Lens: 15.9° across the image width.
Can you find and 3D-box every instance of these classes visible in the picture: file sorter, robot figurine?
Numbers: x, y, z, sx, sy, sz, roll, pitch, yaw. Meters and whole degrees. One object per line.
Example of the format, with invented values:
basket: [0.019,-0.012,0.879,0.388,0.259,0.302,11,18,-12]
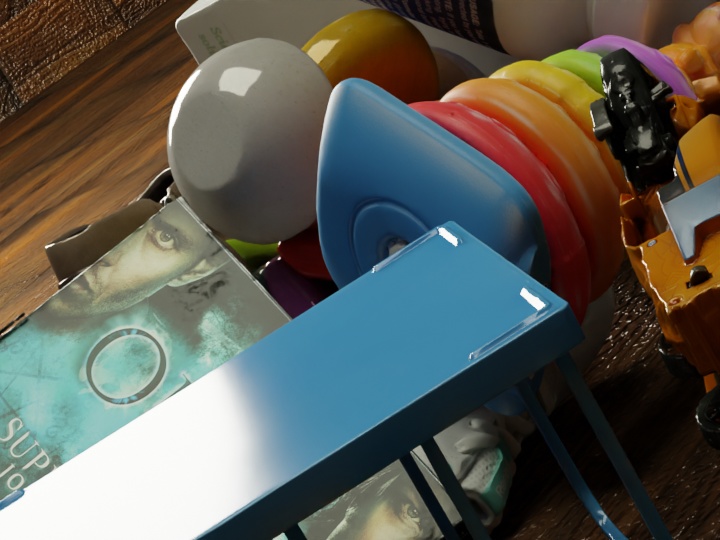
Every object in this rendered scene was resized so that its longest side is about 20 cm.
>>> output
file sorter: [-0.011,0.098,0.802,0.199,0.123,0.139,-31,15,-5]
robot figurine: [0.126,0.003,0.846,0.058,0.146,0.200,-24,23,12]

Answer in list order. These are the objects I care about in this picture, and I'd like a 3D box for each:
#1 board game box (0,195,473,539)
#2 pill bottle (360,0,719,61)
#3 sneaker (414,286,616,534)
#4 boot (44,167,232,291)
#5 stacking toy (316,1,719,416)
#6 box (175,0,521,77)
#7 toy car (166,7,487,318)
board game box: [-0.063,0.074,0.948,0.135,0.028,0.200,-39,53,-8]
pill bottle: [0.053,-0.155,1.082,0.199,0.116,0.116,23,42,24]
sneaker: [0.038,0.067,0.986,0.200,0.076,0.088,-38,30,-21]
boot: [-0.097,0.047,1.165,0.070,0.147,0.200,-22,15,32]
stacking toy: [0.088,-0.047,0.977,0.200,0.117,0.110,-34,53,-30]
box: [0.062,-0.110,1.289,0.199,0.200,0.171,-24,14,38]
toy car: [0.000,0.000,1.089,0.174,0.150,0.201,-6,-54,-51]
